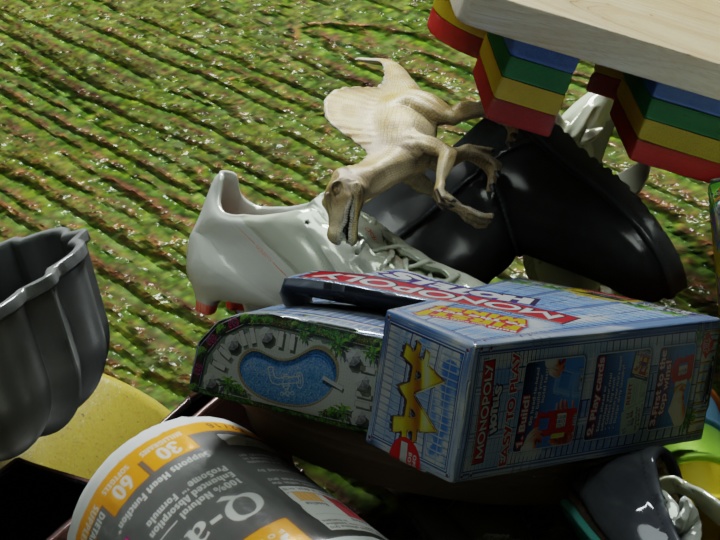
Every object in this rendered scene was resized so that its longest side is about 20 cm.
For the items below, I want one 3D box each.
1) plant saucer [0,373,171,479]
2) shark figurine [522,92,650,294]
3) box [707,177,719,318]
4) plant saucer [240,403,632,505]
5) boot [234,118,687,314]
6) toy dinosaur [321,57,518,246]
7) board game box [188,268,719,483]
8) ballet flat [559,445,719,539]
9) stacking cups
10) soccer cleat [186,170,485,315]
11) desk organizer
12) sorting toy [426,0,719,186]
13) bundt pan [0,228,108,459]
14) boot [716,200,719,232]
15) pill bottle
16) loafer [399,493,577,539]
[{"bbox_3d":[-0.231,0.098,1.304,0.199,0.049,0.200,7,33,28],"label":"plant saucer"},{"bbox_3d":[0.135,-0.052,1.411,0.128,0.090,0.215,20,66,22],"label":"shark figurine"},{"bbox_3d":[0.280,0.039,1.176,0.199,0.122,0.193,-7,29,4],"label":"box"},{"bbox_3d":[0.031,0.074,1.181,0.199,0.030,0.200,11,9,-2],"label":"plant saucer"},{"bbox_3d":[0.051,0.013,1.308,0.200,0.066,0.165,-35,48,-10],"label":"boot"},{"bbox_3d":[0.030,-0.076,1.280,0.101,0.058,0.200,19,31,-3],"label":"toy dinosaur"},{"bbox_3d":[0.036,0.040,1.095,0.199,0.062,0.200,12,9,22],"label":"board game box"},{"bbox_3d":[0.153,0.148,1.038,0.073,0.073,0.200,-17,45,-13],"label":"ballet flat"},{"bbox_3d":[0.152,0.082,1.205,0.060,0.061,0.200,-9,28,1],"label":"stacking cups"},{"bbox_3d":[0.000,0.000,1.256,0.199,0.078,0.069,13,10,23],"label":"soccer cleat"},{"bbox_3d":[-0.119,0.114,1.211,0.071,0.077,0.200,12,36,34],"label":"desk organizer"},{"bbox_3d":[0.129,-0.119,1.300,0.199,0.070,0.199,15,22,-11],"label":"sorting toy"},{"bbox_3d":[-0.209,0.057,1.189,0.201,0.076,0.202,-22,12,5],"label":"bundt pan"},{"bbox_3d":[0.220,0.008,1.071,0.095,0.074,0.200,-18,23,-2],"label":"boot"},{"bbox_3d":[-0.038,0.152,1.081,0.116,0.117,0.200,-24,32,-24],"label":"pill bottle"},{"bbox_3d":[0.080,0.146,1.096,0.069,0.075,0.200,-21,31,-12],"label":"loafer"}]
